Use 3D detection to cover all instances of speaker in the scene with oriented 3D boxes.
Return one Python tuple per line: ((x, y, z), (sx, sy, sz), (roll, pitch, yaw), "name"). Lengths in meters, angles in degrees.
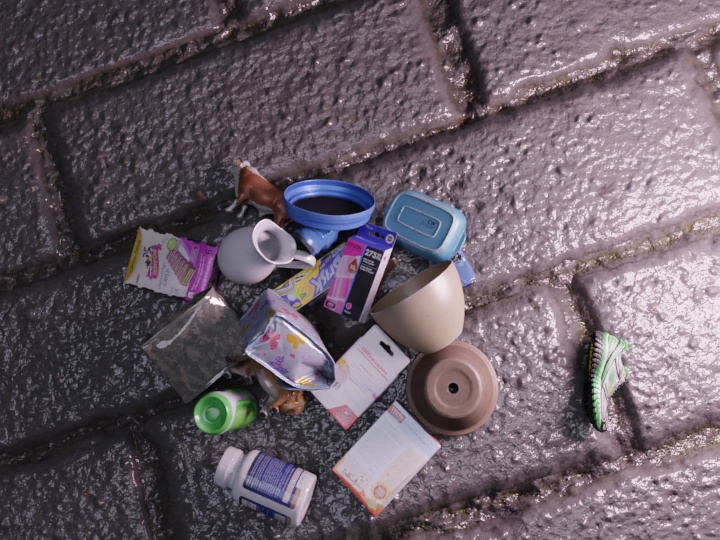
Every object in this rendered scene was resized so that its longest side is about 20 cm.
((-0.274, 0.290, 1.417), (0.087, 0.200, 0.090), (-1, 82, 8), "speaker")

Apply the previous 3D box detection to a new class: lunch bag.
((-0.143, 0.157, 1.403), (0.199, 0.170, 0.128), (38, 94, -22), "lunch bag")
((-0.341, 0.150, 1.471), (0.199, 0.118, 0.165), (-35, 104, 3), "lunch bag")

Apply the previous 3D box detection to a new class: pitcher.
((-0.206, -0.029, 1.476), (0.170, 0.199, 0.123), (27, 64, -30), "pitcher")

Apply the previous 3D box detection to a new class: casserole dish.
((0.127, -0.098, 1.432), (0.198, 0.039, 0.123), (27, 91, 27), "casserole dish")

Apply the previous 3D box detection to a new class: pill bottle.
((-0.200, 0.445, 1.432), (0.197, 0.111, 0.113), (20, 84, 9), "pill bottle")

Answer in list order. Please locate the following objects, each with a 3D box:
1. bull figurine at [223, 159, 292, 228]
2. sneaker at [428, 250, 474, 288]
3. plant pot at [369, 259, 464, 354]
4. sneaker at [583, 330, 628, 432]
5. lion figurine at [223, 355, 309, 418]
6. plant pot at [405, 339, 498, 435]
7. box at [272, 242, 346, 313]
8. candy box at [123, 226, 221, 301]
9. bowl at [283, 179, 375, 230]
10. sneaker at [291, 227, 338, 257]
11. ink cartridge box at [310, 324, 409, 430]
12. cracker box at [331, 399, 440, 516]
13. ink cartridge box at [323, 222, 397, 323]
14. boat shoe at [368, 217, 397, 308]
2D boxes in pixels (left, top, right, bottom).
((-0.233, -0.162, 1.552), (0.198, 0.065, 0.123), (32, 90, 12), "bull figurine")
((0.176, -0.050, 1.468), (0.078, 0.089, 0.201), (-34, 80, -15), "sneaker")
((0.136, 0.089, 1.404), (0.199, 0.200, 0.136), (-33, 96, 1), "plant pot")
((0.506, 0.229, 1.400), (0.084, 0.078, 0.204), (9, 82, 7), "sneaker")
((-0.193, 0.232, 1.443), (0.072, 0.122, 0.201), (-33, 97, 34), "lion figurine")
((0.185, 0.235, 1.388), (0.196, 0.175, 0.204), (-1, 80, 7), "plant pot")
((-0.094, 0.024, 1.507), (0.198, 0.064, 0.071), (-34, 79, 0), "box")
((-0.419, -0.009, 1.551), (0.196, 0.061, 0.139), (13, 84, 9), "candy box")
((-0.068, -0.141, 1.474), (0.197, 0.201, 0.040), (11, 119, 8), "bowl")
((-0.089, -0.075, 1.451), (0.078, 0.200, 0.066), (-45, 83, 6), "sneaker")
((0.003, 0.225, 1.464), (0.200, 0.067, 0.117), (-45, 80, 0), "ink cartridge box")
((0.055, 0.390, 1.438), (0.134, 0.058, 0.200), (44, 89, 10), "cracker box")
((0.000, 0.000, 1.436), (0.094, 0.037, 0.203), (20, 88, 28), "ink cartridge box")
((0.044, -0.016, 1.494), (0.073, 0.075, 0.206), (2, 81, 1), "boat shoe")
